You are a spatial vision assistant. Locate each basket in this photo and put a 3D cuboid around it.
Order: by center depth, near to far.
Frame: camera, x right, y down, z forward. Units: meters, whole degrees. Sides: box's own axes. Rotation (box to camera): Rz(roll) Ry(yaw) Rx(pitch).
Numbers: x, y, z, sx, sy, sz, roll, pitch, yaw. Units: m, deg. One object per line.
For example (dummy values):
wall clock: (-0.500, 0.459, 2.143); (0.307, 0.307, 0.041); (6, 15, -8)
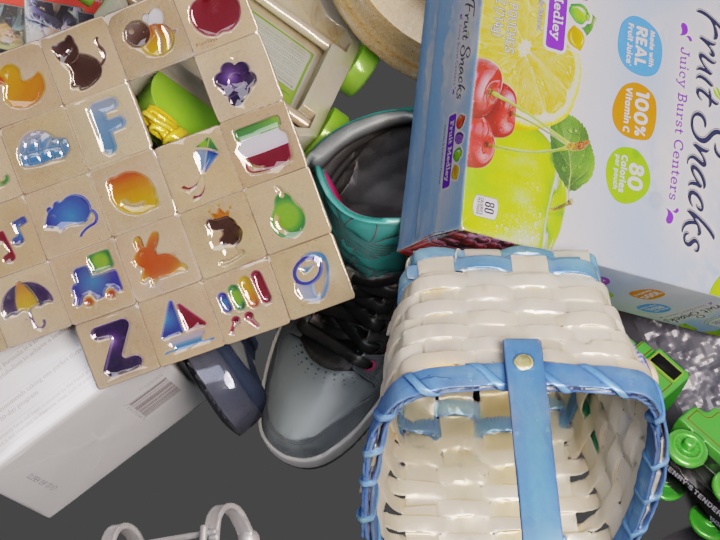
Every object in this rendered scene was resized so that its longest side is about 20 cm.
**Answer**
basket: (0.068, 0.097, 0.996); (0.138, 0.177, 0.201); (3, 53, -1)

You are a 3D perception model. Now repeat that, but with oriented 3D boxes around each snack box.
snack box: (0.126, -0.071, 1.095); (0.199, 0.068, 0.170); (14, 74, -27)

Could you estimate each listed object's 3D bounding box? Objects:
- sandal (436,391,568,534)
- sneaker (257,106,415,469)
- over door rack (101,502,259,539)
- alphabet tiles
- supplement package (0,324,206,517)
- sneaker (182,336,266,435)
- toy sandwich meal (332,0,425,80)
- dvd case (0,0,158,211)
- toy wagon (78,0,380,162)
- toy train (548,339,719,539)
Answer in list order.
sandal: (0.072, 0.123, 1.113); (0.075, 0.045, 0.201); (-11, 73, 7)
sneaker: (0.000, 0.000, 1.121); (0.083, 0.121, 0.201); (24, 80, 16)
over door rack: (-0.124, 0.219, 1.076); (0.147, 0.067, 0.201); (-14, 50, 31)
alphabet tiles: (-0.123, -0.031, 1.057); (0.199, 0.008, 0.168); (-20, 97, 4)
supplement package: (-0.188, 0.009, 1.154); (0.109, 0.114, 0.200); (-36, 72, 0)
sneaker: (-0.076, -0.011, 1.152); (0.082, 0.070, 0.201); (-25, 61, -2)
toy sandwich meal: (0.063, -0.183, 1.194); (0.204, 0.070, 0.206); (0, 78, 0)
dvd case: (-0.131, -0.099, 1.152); (0.145, 0.022, 0.201); (7, 48, -20)
toy wagon: (-0.074, -0.113, 1.142); (0.155, 0.040, 0.200); (35, 40, -10)
toy train: (0.129, 0.056, 1.118); (0.200, 0.042, 0.056); (43, 48, 16)
